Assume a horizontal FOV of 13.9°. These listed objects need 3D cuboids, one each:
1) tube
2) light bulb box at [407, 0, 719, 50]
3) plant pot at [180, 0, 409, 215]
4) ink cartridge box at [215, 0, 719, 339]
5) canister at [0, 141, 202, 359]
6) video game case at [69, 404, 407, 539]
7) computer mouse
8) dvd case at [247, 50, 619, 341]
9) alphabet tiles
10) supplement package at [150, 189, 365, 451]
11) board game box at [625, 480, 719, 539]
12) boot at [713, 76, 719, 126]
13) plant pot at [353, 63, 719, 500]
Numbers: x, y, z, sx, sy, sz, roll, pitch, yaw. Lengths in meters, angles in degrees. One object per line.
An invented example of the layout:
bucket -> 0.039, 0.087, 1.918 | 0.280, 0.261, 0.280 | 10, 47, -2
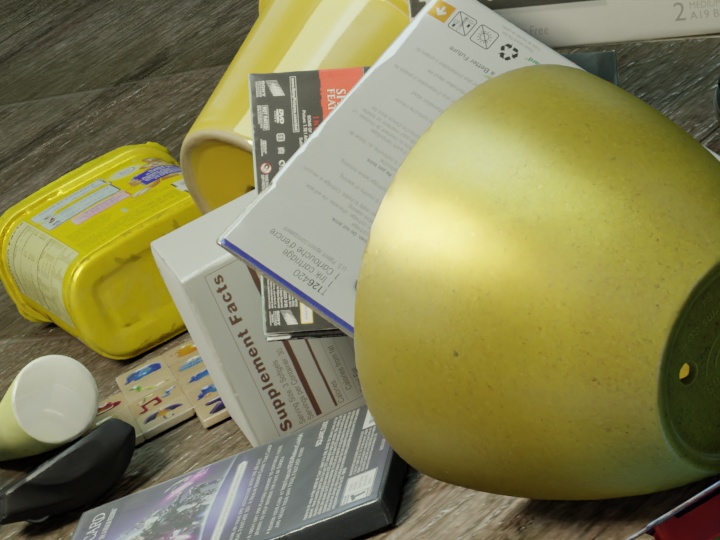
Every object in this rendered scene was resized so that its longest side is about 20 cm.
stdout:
tube -> -0.193, 0.086, 1.752 | 0.058, 0.052, 0.200 | 10, -10, -9
light bulb box -> 0.127, -0.200, 1.654 | 0.197, 0.126, 0.200 | -5, 15, 9
plant pot -> -0.008, -0.098, 1.844 | 0.189, 0.201, 0.200 | -47, 24, -27
ink cartridge box -> 0.063, -0.024, 1.499 | 0.200, 0.197, 0.047 | -50, -16, -20
canister -> -0.156, -0.013, 1.980 | 0.148, 0.087, 0.200 | -30, 18, -13
video game case -> -0.068, 0.128, 1.524 | 0.199, 0.019, 0.143 | -22, 16, 15
computer mouse -> -0.208, 0.148, 1.659 | 0.199, 0.034, 0.059 | -34, 2, -3
dvd case -> 0.043, -0.040, 1.562 | 0.198, 0.147, 0.022 | -5, -13, 0
alphabet tiles -> -0.078, 0.057, 1.781 | 0.199, 0.008, 0.167 | -28, 16, -5
supplement package -> 0.000, 0.000, 1.640 | 0.199, 0.118, 0.117 | -27, 15, -6
board game box -> 0.173, 0.093, 1.204 | 0.158, 0.039, 0.200 | -24, -11, -45
boot -> 0.243, -0.121, 1.703 | 0.072, 0.091, 0.200 | -27, 16, -7
plant pot -> 0.116, 0.021, 1.313 | 0.200, 0.201, 0.142 | -34, 35, -28
